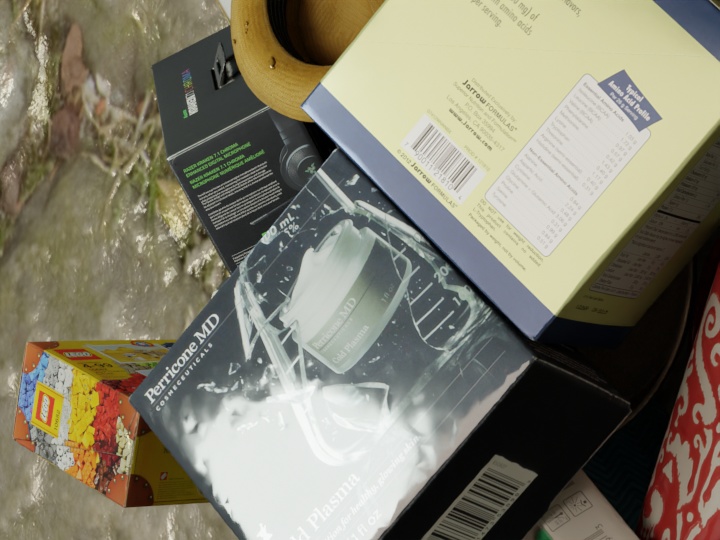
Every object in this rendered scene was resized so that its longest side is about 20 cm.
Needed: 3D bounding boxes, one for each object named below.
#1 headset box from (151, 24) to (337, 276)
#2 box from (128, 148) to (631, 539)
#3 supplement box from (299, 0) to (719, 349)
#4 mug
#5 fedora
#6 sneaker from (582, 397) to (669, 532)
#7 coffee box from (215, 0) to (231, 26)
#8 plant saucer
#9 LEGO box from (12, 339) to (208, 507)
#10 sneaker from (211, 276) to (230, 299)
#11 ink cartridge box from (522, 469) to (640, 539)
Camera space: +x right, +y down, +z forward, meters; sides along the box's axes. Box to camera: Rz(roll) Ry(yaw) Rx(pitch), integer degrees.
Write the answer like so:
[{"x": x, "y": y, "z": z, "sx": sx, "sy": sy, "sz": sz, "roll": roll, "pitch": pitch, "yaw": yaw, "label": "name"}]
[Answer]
[{"x": -0.058, "y": -0.058, "z": 1.763, "sx": 0.201, "sy": 0.092, "sz": 0.174, "roll": 61, "pitch": -175, "yaw": -25, "label": "headset box"}, {"x": 0.009, "y": 0.076, "z": 1.509, "sx": 0.200, "sy": 0.124, "sz": 0.197, "roll": -50, "pitch": 53, "yaw": 10, "label": "box"}, {"x": 0.117, "y": -0.097, "z": 1.473, "sx": 0.200, "sy": 0.134, "sz": 0.200, "roll": 45, "pitch": 105, "yaw": 20, "label": "supplement box"}, {"x": 0.243, "y": 0.079, "z": 1.522, "sx": 0.133, "sy": 0.178, "sz": 0.201, "roll": 19, "pitch": 114, "yaw": 4, "label": "mug"}, {"x": 0.010, "y": -0.176, "z": 1.649, "sx": 0.200, "sy": 0.082, "sz": 0.202, "roll": -15, "pitch": 62, "yaw": 30, "label": "fedora"}, {"x": 0.139, "y": 0.104, "z": 1.661, "sx": 0.200, "sy": 0.076, "sz": 0.081, "roll": -114, "pitch": 33, "yaw": -43, "label": "sneaker"}, {"x": -0.019, "y": -0.263, "z": 1.832, "sx": 0.200, "sy": 0.114, "sz": 0.080, "roll": -55, "pitch": 50, "yaw": 33, "label": "coffee box"}, {"x": 0.136, "y": 0.007, "z": 1.592, "sx": 0.200, "sy": 0.037, "sz": 0.202, "roll": -10, "pitch": 77, "yaw": 49, "label": "plant saucer"}, {"x": -0.122, "y": 0.105, "z": 1.881, "sx": 0.149, "sy": 0.199, "sz": 0.078, "roll": 23, "pitch": 107, "yaw": 48, "label": "LEGO box"}, {"x": 0.000, "y": 0.000, "z": 1.654, "sx": 0.199, "sy": 0.076, "sz": 0.088, "roll": -3, "pitch": 76, "yaw": 25, "label": "sneaker"}, {"x": 0.135, "y": 0.197, "z": 1.585, "sx": 0.161, "sy": 0.050, "sz": 0.200, "roll": 51, "pitch": 162, "yaw": 33, "label": "ink cartridge box"}]
